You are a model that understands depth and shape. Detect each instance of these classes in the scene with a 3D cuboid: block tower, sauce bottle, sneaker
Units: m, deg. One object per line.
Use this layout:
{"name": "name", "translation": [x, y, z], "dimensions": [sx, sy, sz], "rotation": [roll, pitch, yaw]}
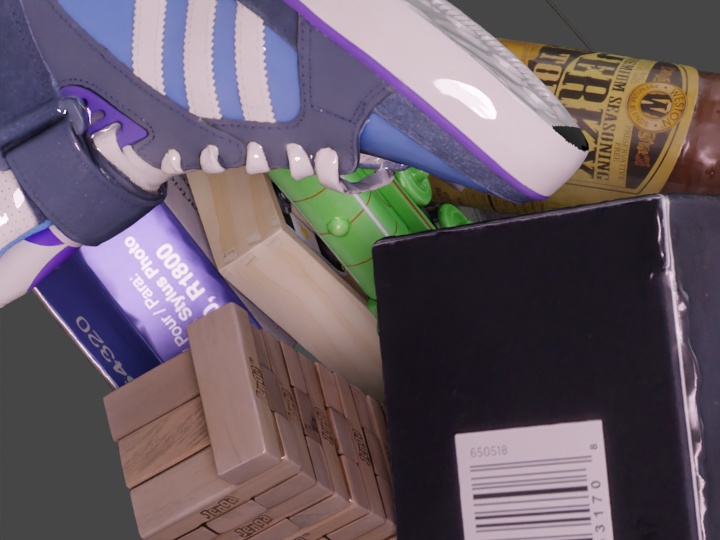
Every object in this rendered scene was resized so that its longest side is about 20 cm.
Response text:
{"name": "block tower", "translation": [-0.004, 0.078, 0.847], "dimensions": [0.200, 0.058, 0.054], "rotation": [38, 29, -52]}
{"name": "sauce bottle", "translation": [0.099, -0.046, 0.963], "dimensions": [0.065, 0.199, 0.065], "rotation": [8, 90, -74]}
{"name": "sneaker", "translation": [-0.048, -0.036, 0.785], "dimensions": [0.200, 0.147, 0.081], "rotation": [36, 11, 14]}

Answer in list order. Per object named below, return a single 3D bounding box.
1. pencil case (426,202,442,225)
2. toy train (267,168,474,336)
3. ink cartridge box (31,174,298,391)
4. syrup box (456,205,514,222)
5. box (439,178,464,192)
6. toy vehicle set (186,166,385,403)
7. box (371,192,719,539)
{"name": "pencil case", "translation": [-0.005, -0.079, 1.194], "dimensions": [0.089, 0.078, 0.200], "rotation": [36, 4, 31]}
{"name": "toy train", "translation": [0.015, -0.003, 0.891], "dimensions": [0.200, 0.042, 0.057], "rotation": [49, 26, -29]}
{"name": "ink cartridge box", "translation": [-0.090, -0.046, 0.916], "dimensions": [0.197, 0.043, 0.200], "rotation": [52, 12, -7]}
{"name": "syrup box", "translation": [0.087, 0.005, 1.115], "dimensions": [0.200, 0.078, 0.082], "rotation": [89, -16, -75]}
{"name": "box", "translation": [-0.030, -0.100, 0.959], "dimensions": [0.200, 0.039, 0.041], "rotation": [36, -7, 25]}
{"name": "toy vehicle set", "translation": [0.000, 0.000, 0.968], "dimensions": [0.200, 0.026, 0.125], "rotation": [43, 19, -45]}
{"name": "box", "translation": [0.114, 0.081, 0.835], "dimensions": [0.199, 0.117, 0.198], "rotation": [0, 84, -49]}
